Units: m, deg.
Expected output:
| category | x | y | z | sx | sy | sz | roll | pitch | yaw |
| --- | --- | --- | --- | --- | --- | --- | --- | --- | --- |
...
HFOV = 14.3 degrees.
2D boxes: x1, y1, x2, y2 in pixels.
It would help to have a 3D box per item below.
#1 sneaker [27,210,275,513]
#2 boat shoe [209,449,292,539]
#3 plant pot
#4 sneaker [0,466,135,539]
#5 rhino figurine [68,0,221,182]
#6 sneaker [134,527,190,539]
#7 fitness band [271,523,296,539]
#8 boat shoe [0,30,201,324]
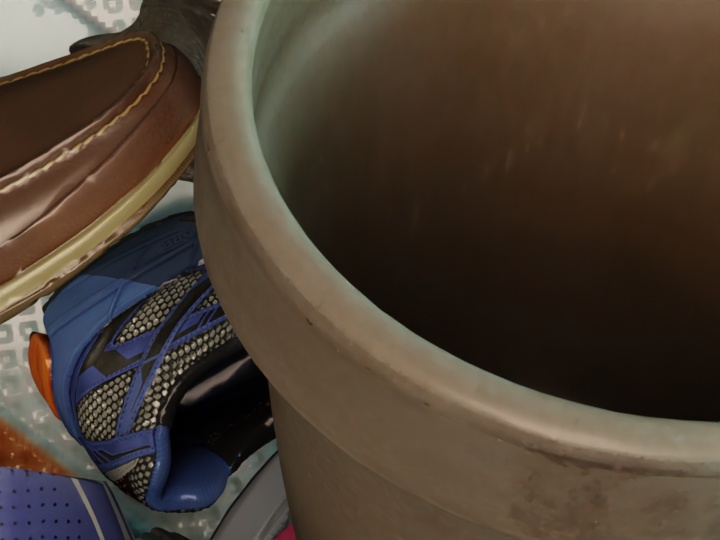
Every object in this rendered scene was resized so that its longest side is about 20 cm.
| category | x | y | z | sx | sy | sz | roll | pitch | yaw |
| --- | --- | --- | --- | --- | --- | --- | --- | --- | --- |
| sneaker | 0.000 | 0.000 | 0.809 | 0.200 | 0.078 | 0.075 | -40 | 133 | 12 |
| boat shoe | -0.046 | 0.129 | 0.842 | 0.072 | 0.062 | 0.200 | 25 | 91 | -38 |
| plant pot | 0.052 | 0.019 | 0.699 | 0.200 | 0.200 | 0.175 | 12 | 136 | 1 |
| sneaker | -0.089 | 0.150 | 0.744 | 0.080 | 0.115 | 0.200 | 0 | 90 | -5 |
| rhino figurine | -0.021 | -0.102 | 0.810 | 0.060 | 0.087 | 0.200 | 25 | 100 | -38 |
| sneaker | -0.030 | 0.132 | 0.712 | 0.086 | 0.200 | 0.078 | -41 | 50 | 3 |
| fitness band | 0.033 | 0.146 | 0.821 | 0.144 | 0.037 | 0.200 | -31 | 119 | -7 |
| boat shoe | -0.135 | -0.014 | 0.764 | 0.200 | 0.072 | 0.068 | -26 | 119 | 7 |
